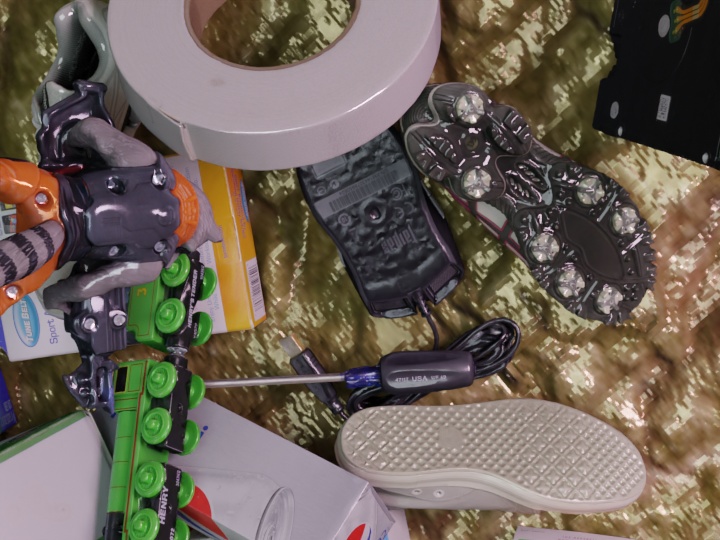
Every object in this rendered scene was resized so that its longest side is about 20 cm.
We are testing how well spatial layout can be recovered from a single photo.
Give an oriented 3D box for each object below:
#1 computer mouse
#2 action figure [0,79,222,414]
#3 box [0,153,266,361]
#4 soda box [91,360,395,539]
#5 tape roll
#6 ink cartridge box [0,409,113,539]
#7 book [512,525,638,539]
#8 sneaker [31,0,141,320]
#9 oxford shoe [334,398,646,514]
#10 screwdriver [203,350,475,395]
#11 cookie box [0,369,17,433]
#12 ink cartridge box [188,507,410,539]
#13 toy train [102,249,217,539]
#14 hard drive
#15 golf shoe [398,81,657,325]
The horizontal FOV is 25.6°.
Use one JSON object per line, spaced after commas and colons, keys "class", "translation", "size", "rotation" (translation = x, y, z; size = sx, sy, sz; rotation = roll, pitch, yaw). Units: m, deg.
{"class": "computer mouse", "translation": [0.000, 0.000, 1.016], "size": [0.140, 0.046, 0.201], "rotation": [-31, 103, 10]}
{"class": "action figure", "translation": [-0.160, 0.000, 0.899], "size": [0.104, 0.192, 0.202], "rotation": [10, 113, 48]}
{"class": "box", "translation": [-0.169, -0.010, 1.052], "size": [0.198, 0.041, 0.120], "rotation": [-7, 97, 15]}
{"class": "soda box", "translation": [-0.081, 0.133, 0.995], "size": [0.199, 0.064, 0.069], "rotation": [24, 69, 30]}
{"class": "tape roll", "translation": [-0.051, -0.148, 0.943], "size": [0.200, 0.037, 0.205], "rotation": [-3, 57, 5]}
{"class": "ink cartridge box", "translation": [-0.260, 0.171, 1.005], "size": [0.199, 0.146, 0.084], "rotation": [-23, 94, 46]}
{"class": "book", "translation": [0.146, 0.205, 0.933], "size": [0.132, 0.200, 0.049], "rotation": [0, 98, 12]}
{"class": "sneaker", "translation": [-0.176, -0.071, 0.982], "size": [0.074, 0.081, 0.202], "rotation": [4, 81, 24]}
{"class": "oxford shoe", "translation": [0.081, 0.123, 1.007], "size": [0.198, 0.076, 0.058], "rotation": [3, 143, -3]}
{"class": "screwdriver", "translation": [-0.026, 0.071, 1.001], "size": [0.198, 0.028, 0.029], "rotation": [-7, 135, 6]}
{"class": "cookie box", "translation": [-0.310, 0.031, 1.020], "size": [0.074, 0.171, 0.202], "rotation": [-16, 95, 11]}
{"class": "ink cartridge box", "translation": [-0.063, 0.221, 1.048], "size": [0.198, 0.067, 0.118], "rotation": [-9, 96, 13]}
{"class": "toy train", "translation": [-0.127, 0.082, 0.972], "size": [0.056, 0.042, 0.202], "rotation": [-8, 66, 32]}
{"class": "hard drive", "translation": [0.197, -0.131, 0.880], "size": [0.037, 0.200, 0.141], "rotation": [6, 100, -18]}
{"class": "golf shoe", "translation": [0.104, -0.048, 0.975], "size": [0.200, 0.088, 0.077], "rotation": [42, 92, -20]}
